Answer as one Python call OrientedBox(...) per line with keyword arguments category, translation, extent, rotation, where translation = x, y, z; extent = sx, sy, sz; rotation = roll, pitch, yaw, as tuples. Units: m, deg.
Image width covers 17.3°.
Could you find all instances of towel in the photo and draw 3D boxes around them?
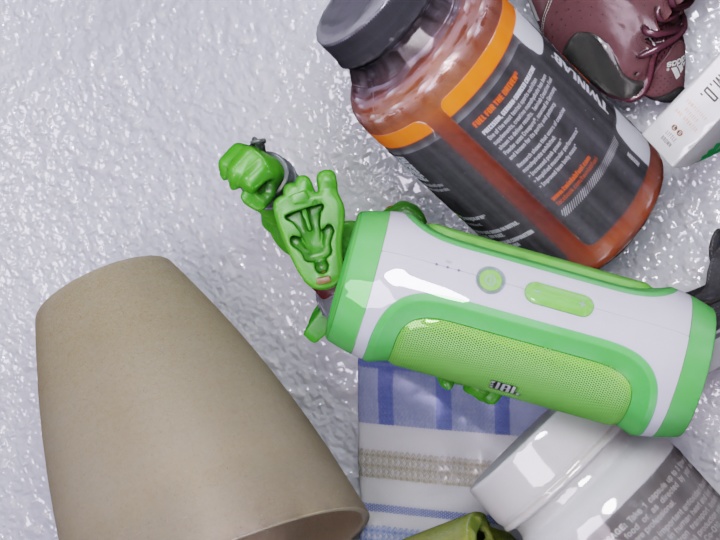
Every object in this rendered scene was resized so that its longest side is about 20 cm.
OrientedBox(category="towel", translation=(0.068, 0.152, 1.442), extent=(0.147, 0.024, 0.200), rotation=(2, 101, 24))

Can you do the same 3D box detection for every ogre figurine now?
OrientedBox(category="ogre figurine", translation=(0.000, 0.000, 1.378), extent=(0.200, 0.120, 0.098), rotation=(21, 88, -4))

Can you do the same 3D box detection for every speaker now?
OrientedBox(category="speaker", translation=(0.086, 0.029, 1.277), extent=(0.200, 0.088, 0.089), rotation=(15, 108, -2))

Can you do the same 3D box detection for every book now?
OrientedBox(category="book", translation=(0.241, -0.141, 1.242), extent=(0.048, 0.134, 0.200), rotation=(47, 116, 10))

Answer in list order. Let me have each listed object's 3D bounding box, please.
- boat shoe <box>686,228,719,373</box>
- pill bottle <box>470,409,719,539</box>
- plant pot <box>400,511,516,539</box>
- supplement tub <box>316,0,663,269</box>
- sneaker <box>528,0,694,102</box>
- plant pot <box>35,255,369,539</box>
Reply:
OrientedBox(category="boat shoe", translation=(0.213, 0.008, 1.326), extent=(0.200, 0.070, 0.066), rotation=(-34, 87, 34))
OrientedBox(category="pill bottle", translation=(0.163, 0.165, 1.342), extent=(0.200, 0.114, 0.114), rotation=(47, 115, 3))
OrientedBox(category="plant pot", translation=(0.022, 0.239, 1.375), extent=(0.184, 0.200, 0.201), rotation=(-31, 87, 16))
OrientedBox(category="supplement tub", translation=(0.069, -0.088, 1.302), extent=(0.107, 0.107, 0.200), rotation=(-35, 117, 26))
OrientedBox(category="sneaker", translation=(0.183, -0.155, 1.307), extent=(0.200, 0.076, 0.116), rotation=(-10, 101, 37))
OrientedBox(category="plant pot", translation=(-0.119, 0.099, 1.446), extent=(0.187, 0.187, 0.200), rotation=(-33, 72, 26))
